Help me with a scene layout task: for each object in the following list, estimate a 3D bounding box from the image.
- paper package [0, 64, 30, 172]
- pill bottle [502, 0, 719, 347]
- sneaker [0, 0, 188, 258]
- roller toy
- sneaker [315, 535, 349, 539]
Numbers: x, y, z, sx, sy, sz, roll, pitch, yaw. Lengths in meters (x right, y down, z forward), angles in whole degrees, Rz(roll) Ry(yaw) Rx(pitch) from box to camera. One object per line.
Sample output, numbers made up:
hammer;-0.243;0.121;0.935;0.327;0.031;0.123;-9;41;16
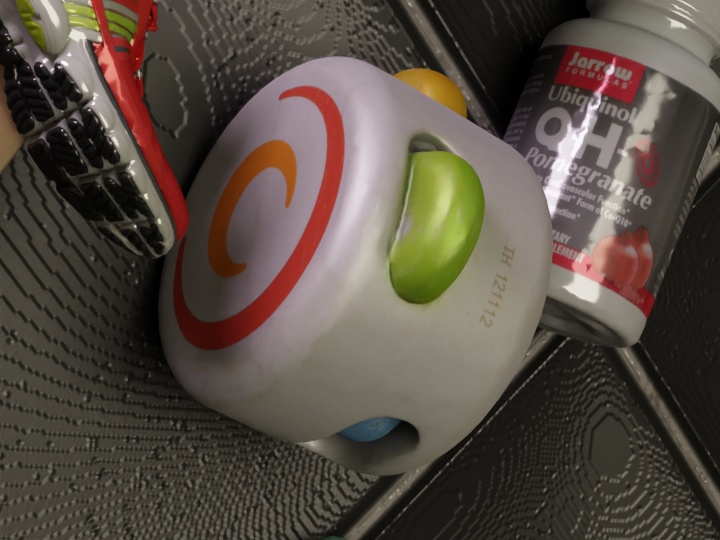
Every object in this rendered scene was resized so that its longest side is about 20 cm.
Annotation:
paper package;-0.215;-0.139;1.018;0.191;0.103;0.200;45;71;-27
pill bottle;0.136;-0.068;1.243;0.110;0.110;0.201;28;79;-31
sneaker;-0.111;-0.102;0.985;0.085;0.077;0.201;-33;111;-32
roller toy;0.000;0.000;1.122;0.139;0.200;0.183;27;110;-31
sneaker;0.025;0.243;1.180;0.077;0.140;0.201;-26;107;-28
